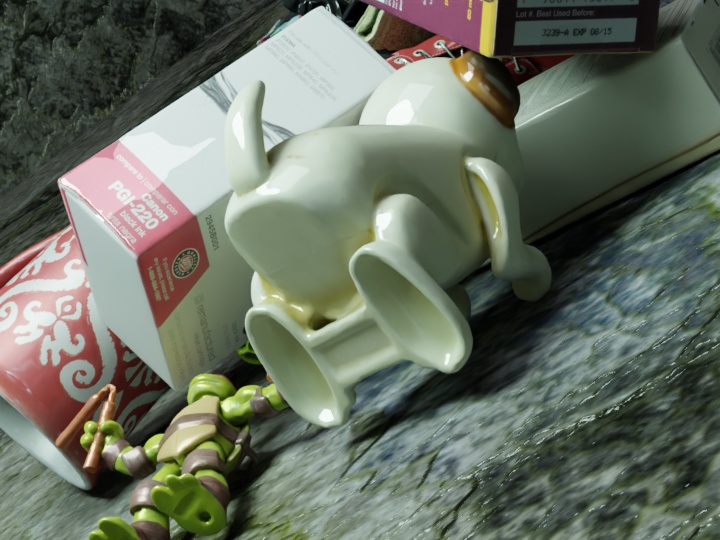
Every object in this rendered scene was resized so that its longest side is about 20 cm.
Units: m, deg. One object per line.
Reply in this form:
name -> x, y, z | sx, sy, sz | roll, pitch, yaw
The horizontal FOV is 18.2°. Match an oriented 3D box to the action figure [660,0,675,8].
action figure -> 0.192, -0.215, 1.470 | 0.130, 0.201, 0.069 | -4, -7, -9

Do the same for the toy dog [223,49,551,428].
toy dog -> 0.016, -0.039, 1.234 | 0.140, 0.194, 0.200 | -41, 4, 45

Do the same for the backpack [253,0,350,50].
backpack -> -0.048, -0.103, 1.780 | 0.200, 0.167, 0.127 | -50, 3, -30

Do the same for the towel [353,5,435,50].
towel -> 0.083, -0.212, 1.507 | 0.200, 0.036, 0.149 | -17, -34, -52

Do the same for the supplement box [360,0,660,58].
supplement box -> 0.079, -0.186, 1.314 | 0.110, 0.086, 0.200 | -4, 18, -25

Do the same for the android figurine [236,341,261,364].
android figurine -> 0.000, 0.000, 1.475 | 0.182, 0.041, 0.200 | -32, 14, 15

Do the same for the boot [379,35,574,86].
boot -> 0.075, -0.132, 1.424 | 0.144, 0.073, 0.200 | -17, -2, -43

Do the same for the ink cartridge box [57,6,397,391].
ink cartridge box -> -0.067, -0.043, 1.353 | 0.200, 0.085, 0.146 | -37, -32, -20

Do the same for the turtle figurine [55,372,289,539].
turtle figurine -> -0.102, 0.106, 1.273 | 0.200, 0.064, 0.161 | -20, 24, 22

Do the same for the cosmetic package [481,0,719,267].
cosmetic package -> 0.137, -0.085, 1.352 | 0.200, 0.073, 0.104 | -28, 14, 31

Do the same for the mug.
mug -> -0.178, 0.013, 1.476 | 0.200, 0.177, 0.133 | -48, -24, -15

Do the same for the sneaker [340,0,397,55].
sneaker -> -0.002, -0.139, 1.565 | 0.072, 0.083, 0.200 | 3, 68, 35
